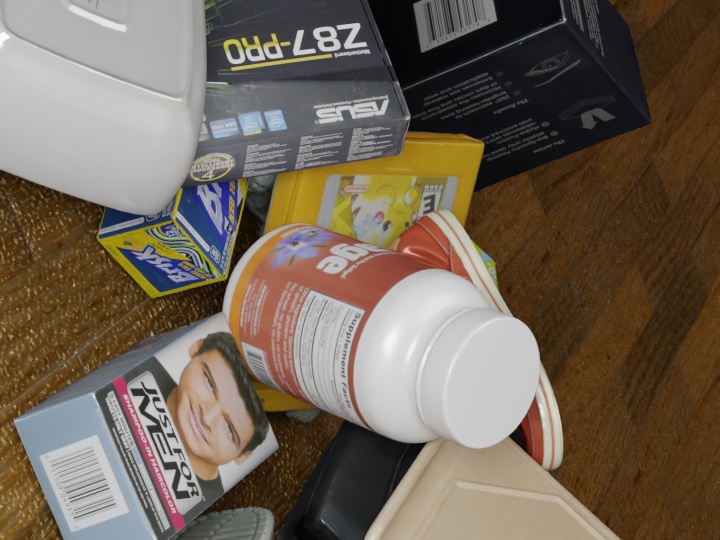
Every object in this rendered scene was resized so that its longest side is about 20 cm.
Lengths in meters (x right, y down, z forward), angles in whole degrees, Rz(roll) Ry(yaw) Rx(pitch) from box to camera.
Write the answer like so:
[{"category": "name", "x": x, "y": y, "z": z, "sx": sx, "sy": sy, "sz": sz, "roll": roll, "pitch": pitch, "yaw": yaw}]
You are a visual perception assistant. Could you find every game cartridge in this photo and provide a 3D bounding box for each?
[{"category": "game cartridge", "x": 0.000, "y": 0.000, "z": 1.576, "sx": 0.176, "sy": 0.032, "sz": 0.200, "roll": -1, "pitch": 108, "yaw": -44}]

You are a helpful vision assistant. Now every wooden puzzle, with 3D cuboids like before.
[{"category": "wooden puzzle", "x": 0.097, "y": 0.195, "z": 1.435, "sx": 0.200, "sy": 0.037, "sz": 0.185, "roll": 46, "pitch": 37, "yaw": -6}]

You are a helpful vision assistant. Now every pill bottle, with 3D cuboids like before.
[{"category": "pill bottle", "x": 0.014, "y": 0.044, "z": 1.438, "sx": 0.112, "sy": 0.200, "sz": 0.112, "roll": -17, "pitch": 116, "yaw": -40}]

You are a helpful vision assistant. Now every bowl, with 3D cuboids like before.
[{"category": "bowl", "x": -0.175, "y": -0.149, "z": 1.357, "sx": 0.200, "sy": 0.075, "sz": 0.200, "roll": 21, "pitch": 47, "yaw": -28}]

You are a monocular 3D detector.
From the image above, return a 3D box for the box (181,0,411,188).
[{"category": "box", "x": -0.086, "y": -0.135, "z": 1.482, "sx": 0.049, "sy": 0.200, "sz": 0.161, "roll": 105, "pitch": -29, "yaw": -56}]

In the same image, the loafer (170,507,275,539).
[{"category": "loafer", "x": -0.092, "y": 0.219, "z": 1.365, "sx": 0.200, "sy": 0.075, "sz": 0.070, "roll": -69, "pitch": 147, "yaw": -55}]

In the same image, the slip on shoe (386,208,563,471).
[{"category": "slip on shoe", "x": 0.078, "y": 0.053, "z": 1.541, "sx": 0.200, "sy": 0.061, "sz": 0.074, "roll": 60, "pitch": -12, "yaw": 16}]

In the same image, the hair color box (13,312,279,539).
[{"category": "hair color box", "x": -0.126, "y": 0.101, "z": 1.382, "sx": 0.099, "sy": 0.061, "sz": 0.200, "roll": 68, "pitch": 21, "yaw": -5}]

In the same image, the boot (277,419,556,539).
[{"category": "boot", "x": 0.043, "y": 0.160, "z": 1.483, "sx": 0.165, "sy": 0.066, "sz": 0.200, "roll": 36, "pitch": 32, "yaw": -7}]

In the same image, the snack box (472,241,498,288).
[{"category": "snack box", "x": 0.049, "y": 0.031, "z": 1.839, "sx": 0.200, "sy": 0.068, "sz": 0.169, "roll": 43, "pitch": 35, "yaw": -50}]

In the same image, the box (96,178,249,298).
[{"category": "box", "x": -0.115, "y": -0.083, "z": 1.526, "sx": 0.070, "sy": 0.064, "sz": 0.200, "roll": 51, "pitch": 36, "yaw": -39}]

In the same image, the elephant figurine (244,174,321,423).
[{"category": "elephant figurine", "x": -0.026, "y": -0.022, "z": 1.646, "sx": 0.142, "sy": 0.155, "sz": 0.200, "roll": -116, "pitch": -179, "yaw": -68}]

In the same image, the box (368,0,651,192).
[{"category": "box", "x": 0.129, "y": -0.186, "z": 2.036, "sx": 0.200, "sy": 0.197, "sz": 0.117, "roll": 40, "pitch": 35, "yaw": -51}]
